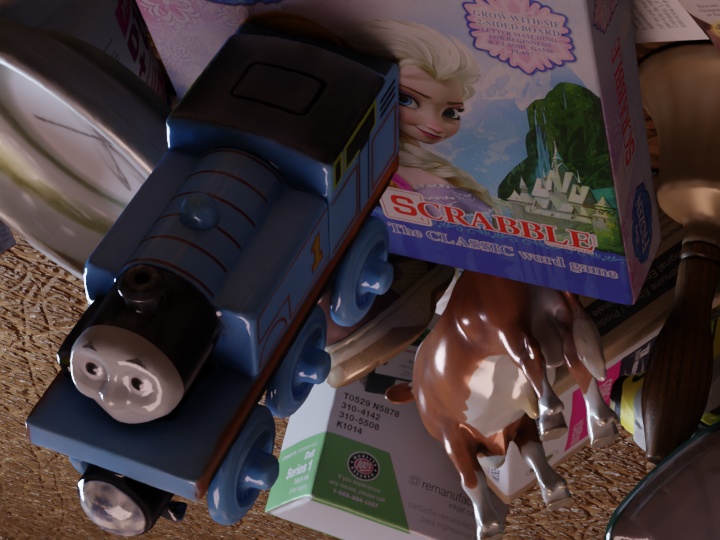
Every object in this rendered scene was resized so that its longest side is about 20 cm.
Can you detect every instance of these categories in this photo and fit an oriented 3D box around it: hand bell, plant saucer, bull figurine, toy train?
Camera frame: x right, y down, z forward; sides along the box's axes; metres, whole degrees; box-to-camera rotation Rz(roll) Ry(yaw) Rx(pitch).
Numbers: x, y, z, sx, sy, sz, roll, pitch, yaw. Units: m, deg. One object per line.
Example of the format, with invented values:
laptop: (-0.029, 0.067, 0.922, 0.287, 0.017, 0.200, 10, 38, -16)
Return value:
hand bell: (0.166, 0.000, 0.903, 0.104, 0.200, 0.104, 14, 161, 5)
plant saucer: (-0.129, -0.057, 0.846, 0.200, 0.050, 0.200, 30, 156, 15)
bull figurine: (0.068, 0.059, 0.909, 0.065, 0.122, 0.200, -17, 153, -18)
toy train: (-0.050, 0.003, 0.679, 0.087, 0.200, 0.114, 17, 139, 18)

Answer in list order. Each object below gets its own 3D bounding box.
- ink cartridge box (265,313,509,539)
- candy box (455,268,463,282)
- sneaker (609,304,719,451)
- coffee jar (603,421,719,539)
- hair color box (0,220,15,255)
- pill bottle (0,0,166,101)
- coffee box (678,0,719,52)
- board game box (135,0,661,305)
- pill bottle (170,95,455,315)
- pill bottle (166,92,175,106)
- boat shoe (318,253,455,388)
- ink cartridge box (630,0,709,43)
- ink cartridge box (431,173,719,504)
ink cartridge box: (0.036, 0.090, 1.255, 0.146, 0.200, 0.084, 21, 157, -18)
candy box: (0.081, -0.073, 0.895, 0.056, 0.117, 0.200, 14, 161, 11)
sneaker: (0.220, 0.035, 1.024, 0.076, 0.200, 0.075, 28, 139, 37)
coffee jar: (0.192, 0.132, 0.897, 0.085, 0.104, 0.200, 50, -170, 20)
hair color box: (-0.254, -0.090, 0.968, 0.061, 0.200, 0.102, -24, -174, -4)
pill bottle: (-0.172, -0.126, 0.947, 0.113, 0.113, 0.200, 12, 161, 9)
coffee box: (0.208, -0.106, 0.714, 0.080, 0.113, 0.200, 0, 155, 38)
board game box: (0.014, -0.076, 0.739, 0.200, 0.041, 0.200, 12, 148, 23)
pill bottle: (-0.006, -0.049, 1.034, 0.200, 0.112, 0.112, 27, 158, -31)
pill bottle: (-0.124, -0.050, 1.120, 0.200, 0.112, 0.112, 24, 159, -25)
boat shoe: (0.000, 0.000, 0.895, 0.072, 0.065, 0.200, -29, -172, 12)
ink cartridge box: (0.038, -0.159, 0.738, 0.200, 0.084, 0.146, 2, 155, 37)
ink cartridge box: (0.132, 0.047, 1.110, 0.075, 0.165, 0.200, 52, 171, 19)
